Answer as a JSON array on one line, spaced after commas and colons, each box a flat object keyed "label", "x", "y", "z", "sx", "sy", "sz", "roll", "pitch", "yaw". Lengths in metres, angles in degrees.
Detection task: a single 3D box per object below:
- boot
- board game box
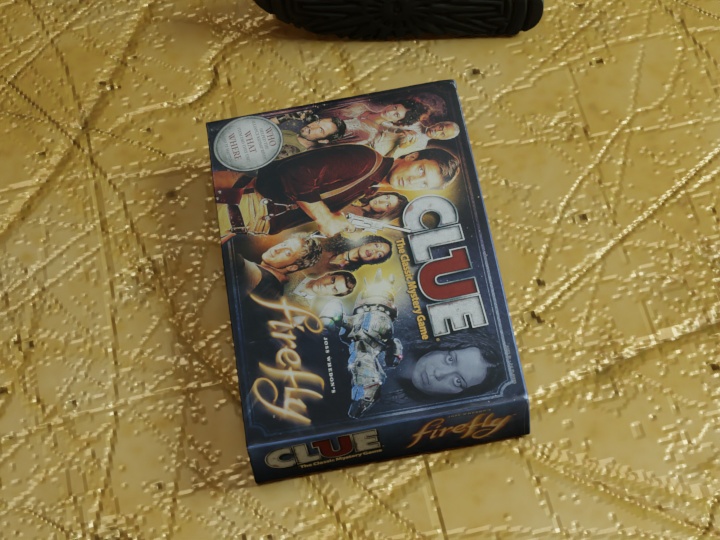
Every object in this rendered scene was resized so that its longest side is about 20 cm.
[{"label": "boot", "x": 0.028, "y": -0.227, "z": 1.079, "sx": 0.180, "sy": 0.073, "sz": 0.201, "roll": 5, "pitch": 61, "yaw": -6}, {"label": "board game box", "x": 0.000, "y": 0.000, "z": 0.943, "sx": 0.134, "sy": 0.035, "sz": 0.201, "roll": -10, "pitch": 54, "yaw": -1}]
